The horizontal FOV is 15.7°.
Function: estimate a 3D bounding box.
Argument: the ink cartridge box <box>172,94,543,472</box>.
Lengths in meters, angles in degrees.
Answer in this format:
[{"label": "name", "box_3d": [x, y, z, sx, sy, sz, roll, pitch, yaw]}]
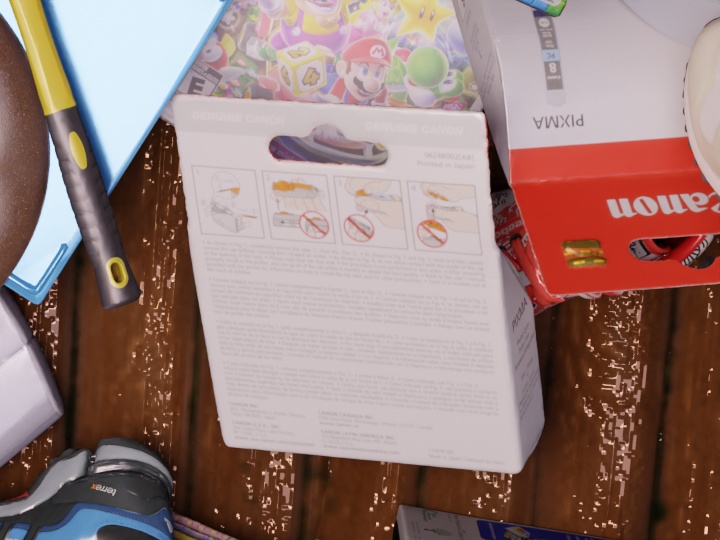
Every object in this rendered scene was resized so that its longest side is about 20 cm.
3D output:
[{"label": "ink cartridge box", "box_3d": [0.000, 0.000, 1.271, 0.159, 0.047, 0.201, 5, 121, 20]}]

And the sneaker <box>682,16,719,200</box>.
[{"label": "sneaker", "box_3d": [0.203, -0.037, 1.180, 0.070, 0.093, 0.201, -5, 69, -14]}]

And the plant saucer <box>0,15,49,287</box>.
[{"label": "plant saucer", "box_3d": [-0.244, -0.054, 1.203, 0.199, 0.032, 0.201, 0, 100, -1]}]

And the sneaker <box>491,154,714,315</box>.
[{"label": "sneaker", "box_3d": [0.088, -0.008, 1.306, 0.201, 0.108, 0.067, -26, 99, 2]}]

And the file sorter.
[{"label": "file sorter", "box_3d": [-0.157, -0.113, 1.272, 0.138, 0.123, 0.200, 32, 97, -7]}]

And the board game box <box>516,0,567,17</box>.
[{"label": "board game box", "box_3d": [0.037, -0.224, 1.137, 0.199, 0.057, 0.166, 21, 111, -25]}]

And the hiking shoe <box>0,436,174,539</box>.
[{"label": "hiking shoe", "box_3d": [-0.181, 0.160, 1.317, 0.199, 0.087, 0.074, -31, 132, 13]}]

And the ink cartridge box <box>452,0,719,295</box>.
[{"label": "ink cartridge box", "box_3d": [0.142, -0.084, 1.252, 0.159, 0.201, 0.047, -4, 142, -14]}]

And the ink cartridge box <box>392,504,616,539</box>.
[{"label": "ink cartridge box", "box_3d": [0.116, 0.163, 1.340, 0.199, 0.099, 0.039, 8, 99, -2]}]

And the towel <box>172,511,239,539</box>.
[{"label": "towel", "box_3d": [-0.069, 0.212, 1.330, 0.199, 0.023, 0.144, 19, 98, 30]}]

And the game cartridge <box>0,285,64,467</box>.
[{"label": "game cartridge", "box_3d": [-0.251, 0.027, 1.336, 0.133, 0.041, 0.200, -40, 99, 0]}]

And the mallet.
[{"label": "mallet", "box_3d": [-0.130, -0.084, 1.192, 0.066, 0.041, 0.201, -28, 103, -21]}]

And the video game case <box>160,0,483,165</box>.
[{"label": "video game case", "box_3d": [0.007, -0.127, 1.325, 0.143, 0.018, 0.200, 33, 93, -6]}]
